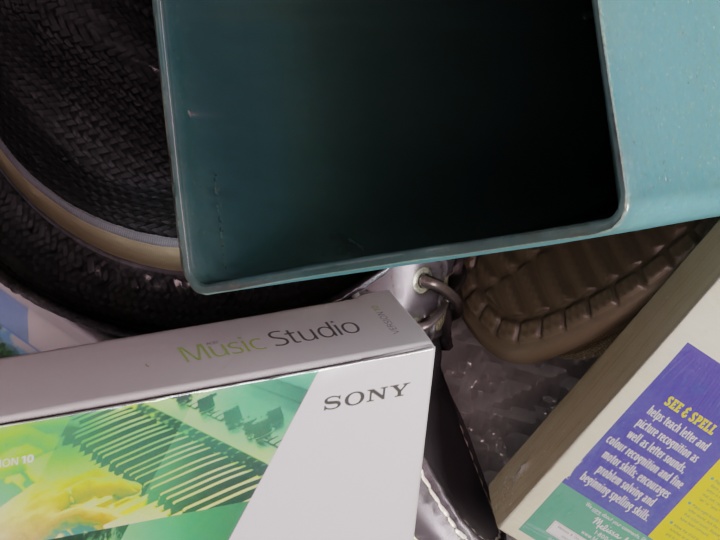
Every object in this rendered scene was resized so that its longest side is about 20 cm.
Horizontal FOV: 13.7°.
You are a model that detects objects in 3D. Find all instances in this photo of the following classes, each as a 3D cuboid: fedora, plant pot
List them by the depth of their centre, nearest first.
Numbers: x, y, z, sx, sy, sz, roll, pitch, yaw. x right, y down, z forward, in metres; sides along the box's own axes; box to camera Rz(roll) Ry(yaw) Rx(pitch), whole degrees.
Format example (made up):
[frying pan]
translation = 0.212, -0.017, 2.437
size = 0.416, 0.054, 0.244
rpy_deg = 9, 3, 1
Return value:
[plant pot]
translation = 0.065, -0.075, 0.780
size = 0.200, 0.141, 0.142
rpy_deg = -3, 86, -48
[fedora]
translation = -0.057, -0.083, 0.841
size = 0.200, 0.092, 0.201
rpy_deg = -2, 71, 5

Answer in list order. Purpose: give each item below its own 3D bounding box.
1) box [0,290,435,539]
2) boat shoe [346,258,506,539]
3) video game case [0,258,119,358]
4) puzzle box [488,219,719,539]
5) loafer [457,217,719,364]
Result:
[box]
translation = -0.057, 0.108, 0.850
size = 0.144, 0.036, 0.201
rpy_deg = -10, 122, -24
[boat shoe]
translation = 0.000, 0.000, 0.904
size = 0.065, 0.072, 0.200
rpy_deg = -26, 89, 15
[video game case]
translation = -0.170, 0.062, 0.882
size = 0.200, 0.022, 0.183
rpy_deg = 35, 91, -1
[puzzle box]
translation = 0.155, 0.071, 0.901
size = 0.200, 0.025, 0.133
rpy_deg = 33, 111, -21
[loafer]
translation = 0.118, -0.034, 0.913
size = 0.200, 0.067, 0.076
rpy_deg = -36, 55, 14
